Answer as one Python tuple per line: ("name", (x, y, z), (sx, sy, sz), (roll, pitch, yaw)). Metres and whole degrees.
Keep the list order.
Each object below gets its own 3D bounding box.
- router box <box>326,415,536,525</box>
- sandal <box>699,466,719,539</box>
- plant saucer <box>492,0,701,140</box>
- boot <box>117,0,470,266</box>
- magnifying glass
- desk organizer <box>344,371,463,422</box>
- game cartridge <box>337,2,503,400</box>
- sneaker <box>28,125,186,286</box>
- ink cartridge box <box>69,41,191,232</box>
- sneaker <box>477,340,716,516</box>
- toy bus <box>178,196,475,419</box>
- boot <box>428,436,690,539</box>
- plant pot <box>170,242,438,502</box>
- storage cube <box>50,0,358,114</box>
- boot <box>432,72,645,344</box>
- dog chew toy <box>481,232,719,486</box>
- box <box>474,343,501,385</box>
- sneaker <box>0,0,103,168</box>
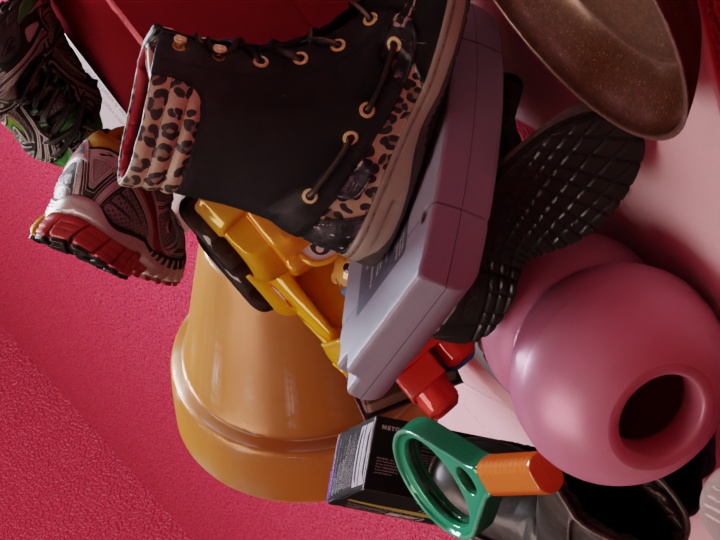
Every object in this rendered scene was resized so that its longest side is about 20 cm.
("router box", (0.088, 0.146, 1.937), (0.199, 0.052, 0.157), (12, 170, -8))
("sandal", (0.243, 0.107, 1.559), (0.082, 0.050, 0.203), (38, 152, 8))
("plant saucer", (0.102, -0.153, 1.384), (0.201, 0.037, 0.200), (51, 168, 15))
("boot", (-0.032, -0.115, 1.514), (0.153, 0.204, 0.073), (14, -172, -13))
("magnifying glass", (0.069, 0.122, 1.710), (0.080, 0.022, 0.200), (60, 158, -6))
("desk organizer", (-0.003, -0.009, 1.941), (0.077, 0.072, 0.200), (77, 171, -57))
("game cartridge", (0.034, -0.044, 1.568), (0.041, 0.200, 0.133), (22, 140, -18))
("sneaker", (-0.134, -0.040, 1.722), (0.078, 0.082, 0.200), (23, 180, 4))
("ink cartridge box", (-0.124, -0.138, 1.961), (0.145, 0.083, 0.200), (49, 139, 15))
("sneaker", (0.153, 0.073, 1.754), (0.200, 0.078, 0.112), (49, 166, -30))
("toy bus", (0.000, 0.000, 1.744), (0.192, 0.136, 0.200), (52, 178, 11))
("boot", (0.115, 0.138, 1.745), (0.181, 0.073, 0.200), (26, 172, 13))
("plant pot", (-0.045, 0.032, 2.086), (0.200, 0.200, 0.184), (44, 154, 37))
("storage cube", (-0.086, -0.181, 1.681), (0.180, 0.171, 0.200), (52, 168, 2))
("boot", (0.080, -0.063, 1.592), (0.200, 0.068, 0.131), (-48, 32, 42))
("dog chew toy", (0.124, 0.035, 1.637), (0.200, 0.124, 0.125), (49, 169, 54))
("box", (0.082, 0.008, 1.894), (0.144, 0.036, 0.200), (46, 167, 31))
("sneaker", (-0.187, -0.111, 1.715), (0.085, 0.078, 0.200), (44, 178, 8))
